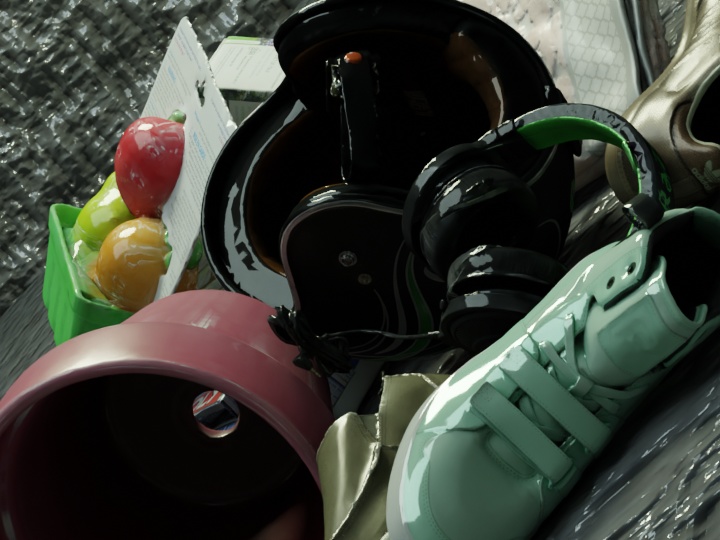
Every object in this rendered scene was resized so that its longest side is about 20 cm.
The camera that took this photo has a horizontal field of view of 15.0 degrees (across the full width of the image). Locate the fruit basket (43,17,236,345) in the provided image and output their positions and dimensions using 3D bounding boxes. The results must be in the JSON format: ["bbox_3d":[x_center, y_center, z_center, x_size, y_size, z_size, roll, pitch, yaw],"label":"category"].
[{"bbox_3d":[-0.122,-0.032,1.676,0.200,0.094,0.185,-60,25,18],"label":"fruit basket"}]

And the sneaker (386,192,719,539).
[{"bbox_3d":[0.089,0.047,1.185,0.200,0.074,0.118,-51,4,-27],"label":"sneaker"}]

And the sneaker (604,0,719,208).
[{"bbox_3d":[0.199,-0.108,1.385,0.076,0.070,0.200,-5,47,50],"label":"sneaker"}]

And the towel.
[{"bbox_3d":[0.106,-0.138,1.613,0.191,0.032,0.200,-33,56,48],"label":"towel"}]

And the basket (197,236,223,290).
[{"bbox_3d":[-0.079,0.004,1.870,0.136,0.123,0.200,-45,4,17],"label":"basket"}]

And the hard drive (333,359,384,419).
[{"bbox_3d":[-0.051,0.116,1.675,0.132,0.025,0.200,-39,14,43],"label":"hard drive"}]

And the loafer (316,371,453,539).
[{"bbox_3d":[0.009,0.110,1.266,0.200,0.070,0.075,-53,-25,-58],"label":"loafer"}]

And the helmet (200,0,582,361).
[{"bbox_3d":[0.016,-0.042,1.499,0.200,0.200,0.191,-55,-9,-31],"label":"helmet"}]

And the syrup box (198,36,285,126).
[{"bbox_3d":[-0.001,-0.094,1.756,0.081,0.200,0.079,-64,-26,-57],"label":"syrup box"}]

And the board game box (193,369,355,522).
[{"bbox_3d":[-0.096,0.114,1.627,0.200,0.062,0.200,-38,16,47],"label":"board game box"}]

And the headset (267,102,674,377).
[{"bbox_3d":[0.055,-0.009,1.331,0.200,0.094,0.124,-34,49,16],"label":"headset"}]

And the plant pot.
[{"bbox_3d":[-0.090,0.101,1.400,0.200,0.200,0.179,-45,11,21],"label":"plant pot"}]
